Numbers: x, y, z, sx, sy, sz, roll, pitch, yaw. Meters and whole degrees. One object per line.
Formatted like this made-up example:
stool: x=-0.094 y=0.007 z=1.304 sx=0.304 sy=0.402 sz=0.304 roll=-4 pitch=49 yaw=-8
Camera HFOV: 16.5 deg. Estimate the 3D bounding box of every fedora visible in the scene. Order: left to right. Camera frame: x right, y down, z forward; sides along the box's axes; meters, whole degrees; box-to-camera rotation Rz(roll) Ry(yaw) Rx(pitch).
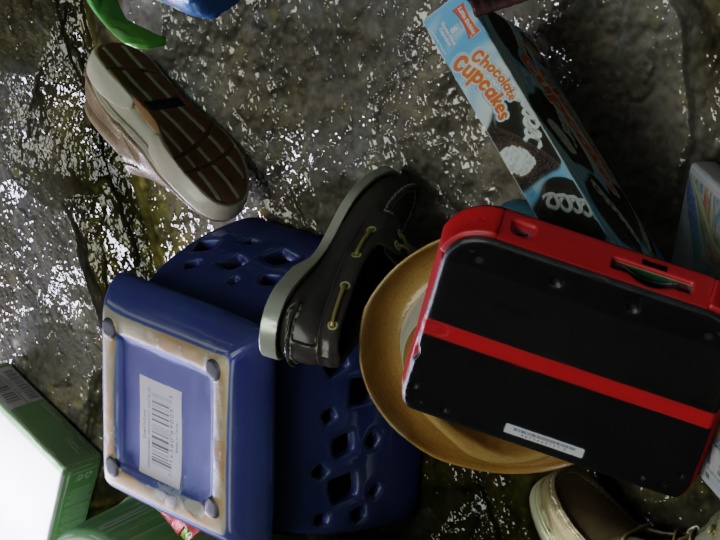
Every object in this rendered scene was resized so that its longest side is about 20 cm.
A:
fedora: x=0.094 y=0.069 z=1.637 sx=0.199 sy=0.082 sz=0.202 roll=3 pitch=115 yaw=6

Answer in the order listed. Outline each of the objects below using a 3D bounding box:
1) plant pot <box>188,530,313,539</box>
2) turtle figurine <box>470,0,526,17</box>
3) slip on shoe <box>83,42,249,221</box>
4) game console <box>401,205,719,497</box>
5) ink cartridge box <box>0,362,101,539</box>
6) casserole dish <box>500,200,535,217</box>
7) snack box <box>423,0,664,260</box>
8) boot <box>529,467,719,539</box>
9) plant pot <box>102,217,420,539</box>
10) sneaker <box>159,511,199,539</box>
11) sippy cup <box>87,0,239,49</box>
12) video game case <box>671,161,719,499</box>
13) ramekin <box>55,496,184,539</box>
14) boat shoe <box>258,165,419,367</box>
plant pot: x=-0.049 y=0.277 z=1.818 sx=0.192 sy=0.200 sz=0.202 roll=21 pitch=118 yaw=28
turtle figurine: x=0.133 y=-0.250 z=1.515 sx=0.193 sy=0.144 sz=0.201 roll=18 pitch=81 yaw=19
slip on shoe: x=-0.156 y=-0.096 z=1.926 sx=0.200 sy=0.076 sz=0.061 roll=47 pitch=127 yaw=30
game console: x=0.132 y=0.051 z=1.538 sx=0.199 sy=0.031 sz=0.177 roll=19 pitch=137 yaw=5
ink cartridge box: x=-0.309 y=0.205 z=2.207 sx=0.145 sy=0.048 sz=0.201 roll=40 pitch=129 yaw=31
casserole dish: x=0.111 y=0.047 z=1.720 sx=0.121 sy=0.039 sz=0.201 roll=31 pitch=123 yaw=35
snack box: x=0.121 y=-0.079 z=1.595 sx=0.037 sy=0.116 sz=0.201 roll=-35 pitch=68 yaw=16
boot: x=0.213 y=0.179 z=1.630 sx=0.200 sy=0.072 sz=0.155 roll=50 pitch=134 yaw=16
plant pot: x=-0.081 y=0.090 z=1.832 sx=0.199 sy=0.179 sz=0.201 roll=20 pitch=116 yaw=40
sneaker: x=-0.111 y=0.199 z=1.952 sx=0.201 sy=0.077 sz=0.085 roll=57 pitch=176 yaw=0
sippy cup: x=-0.139 y=-0.256 z=1.828 sx=0.130 sy=0.140 sz=0.178 roll=35 pitch=157 yaw=22
video game case: x=0.239 y=0.055 z=1.538 sx=0.200 sy=0.022 sz=0.183 roll=-126 pitch=39 yaw=-57
ramekin: x=-0.180 y=0.287 z=2.059 sx=0.199 sy=0.097 sz=0.201 roll=17 pitch=115 yaw=43
boat shoe: x=0.000 y=0.000 z=1.722 sx=0.060 sy=0.201 sz=0.072 roll=16 pitch=133 yaw=20
